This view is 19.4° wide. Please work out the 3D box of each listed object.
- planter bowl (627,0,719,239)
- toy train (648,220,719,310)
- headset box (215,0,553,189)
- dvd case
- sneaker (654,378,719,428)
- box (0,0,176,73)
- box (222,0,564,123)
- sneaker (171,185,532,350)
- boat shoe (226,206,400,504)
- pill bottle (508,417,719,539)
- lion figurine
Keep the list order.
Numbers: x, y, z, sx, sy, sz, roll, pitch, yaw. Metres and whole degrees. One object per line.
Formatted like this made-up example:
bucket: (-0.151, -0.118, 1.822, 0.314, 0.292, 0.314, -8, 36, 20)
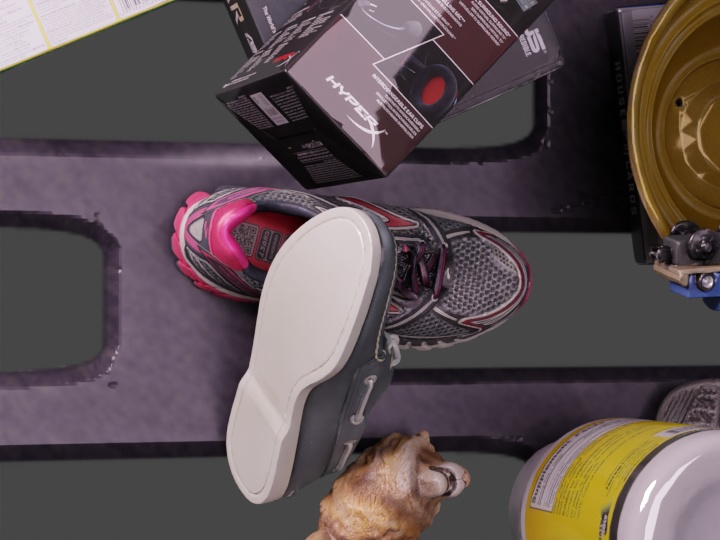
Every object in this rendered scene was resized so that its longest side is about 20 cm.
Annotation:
planter bowl: (0.225, -0.077, 1.176, 0.200, 0.083, 0.201, 0, 89, -17)
toy train: (0.244, -0.004, 1.115, 0.200, 0.034, 0.046, -2, 103, -18)
headset box: (0.034, -0.138, 1.070, 0.075, 0.149, 0.200, 46, 77, -12)
dvd case: (0.248, -0.089, 1.247, 0.200, 0.025, 0.150, -7, 91, -17)
sneaker: (0.275, 0.123, 1.224, 0.200, 0.121, 0.084, 17, 74, 24)
box: (-0.188, -0.212, 1.103, 0.117, 0.048, 0.200, -24, 98, -16)
box: (0.002, -0.172, 1.162, 0.160, 0.044, 0.200, -24, 96, -16)
sneaker: (0.000, 0.000, 1.143, 0.200, 0.075, 0.081, 7, 87, -18)
boat shoe: (-0.015, 0.042, 1.098, 0.062, 0.200, 0.073, -8, 48, -33)
pill bottle: (0.153, 0.136, 1.122, 0.112, 0.200, 0.113, 0, 89, -17)
lion figurine: (0.001, 0.189, 1.141, 0.072, 0.122, 0.200, 15, 102, 17)
